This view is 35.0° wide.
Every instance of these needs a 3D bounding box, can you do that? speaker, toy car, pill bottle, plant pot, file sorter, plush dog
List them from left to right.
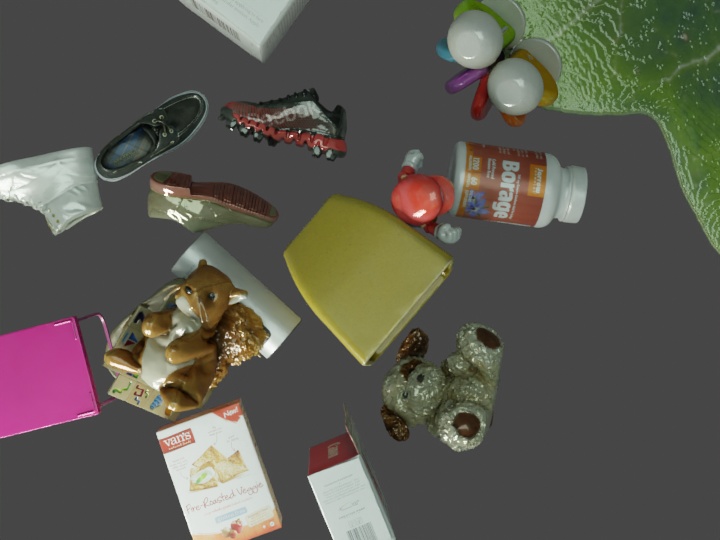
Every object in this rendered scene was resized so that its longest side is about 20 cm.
[{"bbox_3d":[-0.465,0.151,1.659,0.198,0.125,0.140,-14,92,10],"label":"file sorter"},{"bbox_3d":[-0.186,0.036,1.707,0.200,0.081,0.081,43,89,-3],"label":"speaker"},{"bbox_3d":[0.000,0.000,1.665,0.200,0.196,0.195,41,89,6],"label":"plant pot"},{"bbox_3d":[0.116,0.184,1.712,0.170,0.161,0.201,11,62,11],"label":"plush dog"},{"bbox_3d":[0.193,-0.301,1.695,0.200,0.175,0.150,48,125,-3],"label":"toy car"},{"bbox_3d":[0.232,-0.125,1.706,0.198,0.112,0.113,7,91,-2],"label":"pill bottle"}]

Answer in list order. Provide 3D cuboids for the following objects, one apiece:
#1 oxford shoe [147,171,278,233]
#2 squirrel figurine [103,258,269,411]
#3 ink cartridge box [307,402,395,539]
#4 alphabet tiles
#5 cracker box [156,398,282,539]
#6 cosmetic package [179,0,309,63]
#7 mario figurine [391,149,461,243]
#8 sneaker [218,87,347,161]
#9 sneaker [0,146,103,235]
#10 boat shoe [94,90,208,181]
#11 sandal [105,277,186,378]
[{"bbox_3d":[-0.223,-0.091,1.720,0.198,0.071,0.074,15,115,-3],"label":"oxford shoe"},{"bbox_3d":[-0.224,0.081,1.604,0.141,0.199,0.188,32,102,30],"label":"squirrel figurine"},{"bbox_3d":[-0.024,0.300,1.658,0.083,0.200,0.177,-22,92,-1],"label":"ink cartridge box"},{"bbox_3d":[-0.277,0.131,1.677,0.200,0.006,0.167,33,89,-44],"label":"alphabet tiles"},{"bbox_3d":[-0.211,0.310,1.722,0.133,0.058,0.202,-20,91,-3],"label":"cracker box"},{"bbox_3d":[-0.150,-0.438,1.657,0.164,0.165,0.201,37,90,-3],"label":"cosmetic package"},{"bbox_3d":[0.103,-0.106,1.656,0.123,0.200,0.107,29,90,-3],"label":"mario figurine"},{"bbox_3d":[-0.110,-0.232,1.710,0.199,0.071,0.099,13,91,-5],"label":"sneaker"},{"bbox_3d":[-0.484,-0.105,1.694,0.198,0.074,0.117,-14,89,-3],"label":"sneaker"},{"bbox_3d":[-0.308,-0.200,1.700,0.200,0.057,0.069,-38,94,-10],"label":"boat shoe"},{"bbox_3d":[-0.316,0.090,1.693,0.080,0.054,0.200,44,111,-4],"label":"sandal"}]
